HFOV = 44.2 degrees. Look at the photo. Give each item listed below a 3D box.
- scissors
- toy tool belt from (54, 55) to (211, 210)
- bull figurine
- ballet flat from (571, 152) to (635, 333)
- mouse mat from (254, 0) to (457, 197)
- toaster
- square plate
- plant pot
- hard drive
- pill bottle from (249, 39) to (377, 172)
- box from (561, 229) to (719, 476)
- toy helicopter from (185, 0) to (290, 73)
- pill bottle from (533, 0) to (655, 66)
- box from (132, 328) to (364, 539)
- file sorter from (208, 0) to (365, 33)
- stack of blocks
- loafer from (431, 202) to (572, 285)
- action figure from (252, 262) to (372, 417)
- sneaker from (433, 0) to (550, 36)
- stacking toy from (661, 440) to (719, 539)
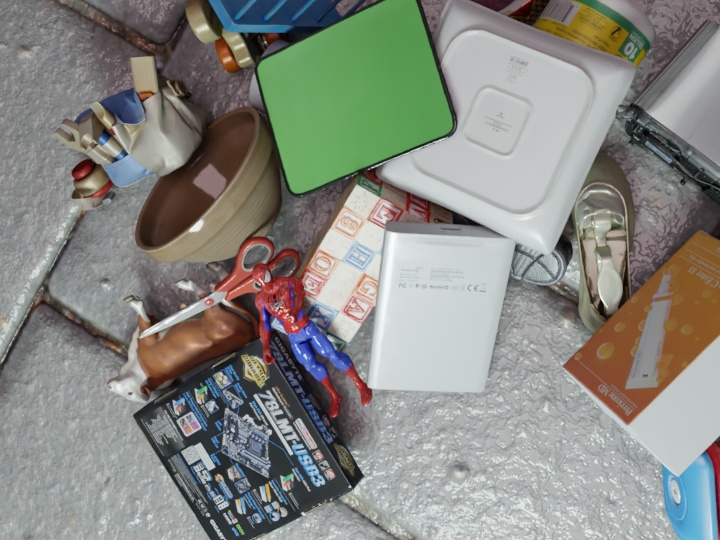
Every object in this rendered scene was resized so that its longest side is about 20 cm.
[{"bbox_3d":[-0.155,0.032,0.994,0.200,0.073,0.014,-39,43,15],"label":"scissors"},{"bbox_3d":[-0.284,-0.166,1.031,0.200,0.125,0.123,-21,125,24],"label":"toy tool belt"},{"bbox_3d":[-0.218,0.076,1.047,0.200,0.065,0.121,-23,101,8],"label":"bull figurine"},{"bbox_3d":[0.260,-0.029,0.942,0.069,0.069,0.200,-5,88,13],"label":"ballet flat"},{"bbox_3d":[-0.010,-0.178,0.906,0.200,0.008,0.161,-19,81,25],"label":"mouse mat"},{"bbox_3d":[0.353,-0.133,0.855,0.181,0.200,0.119,40,103,11],"label":"toaster"},{"bbox_3d":[0.134,-0.144,0.865,0.200,0.028,0.198,26,101,17],"label":"square plate"},{"bbox_3d":[-0.154,-0.080,1.002,0.201,0.201,0.093,-45,121,9],"label":"plant pot"},{"bbox_3d":[0.081,0.043,0.936,0.132,0.027,0.200,3,122,-5],"label":"hard drive"},{"bbox_3d":[-0.017,-0.178,0.982,0.200,0.113,0.113,26,95,12],"label":"pill bottle"},{"bbox_3d":[0.323,0.078,0.873,0.200,0.124,0.097,-46,118,3],"label":"box"},{"bbox_3d":[-0.149,-0.286,0.968,0.079,0.200,0.132,-16,104,13],"label":"toy helicopter"},{"bbox_3d":[0.204,-0.188,0.924,0.113,0.113,0.200,34,97,11],"label":"pill bottle"},{"bbox_3d":[-0.129,0.198,1.012,0.198,0.050,0.200,-32,91,19],"label":"box"},{"bbox_3d":[-0.074,-0.344,0.934,0.123,0.200,0.139,-36,81,35],"label":"file sorter"},{"bbox_3d":[0.000,0.000,0.964,0.115,0.059,0.200,28,118,-10],"label":"stack of blocks"},{"bbox_3d":[0.137,-0.042,0.982,0.200,0.063,0.072,23,125,18],"label":"loafer"},{"bbox_3d":[-0.060,0.083,0.931,0.065,0.099,0.200,-24,113,18],"label":"action figure"},{"bbox_3d":[0.147,-0.306,0.971,0.200,0.075,0.090,-34,75,4],"label":"sneaker"},{"bbox_3d":[0.415,0.212,0.900,0.200,0.116,0.110,-7,97,-2],"label":"stacking toy"}]
